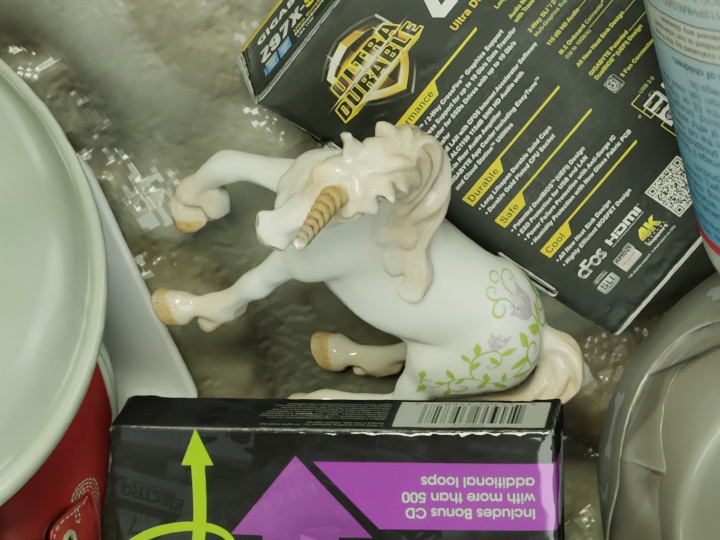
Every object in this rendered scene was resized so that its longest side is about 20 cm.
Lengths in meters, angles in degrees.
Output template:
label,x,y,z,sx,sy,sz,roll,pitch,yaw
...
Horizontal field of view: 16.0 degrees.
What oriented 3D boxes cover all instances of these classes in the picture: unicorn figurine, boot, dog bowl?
label,x,y,z,sx,sy,sz,roll,pitch,yaw
unicorn figurine,0.000,0.000,0.814,0.137,0.074,0.200,-15,154,40
boot,-0.103,0.111,0.816,0.072,0.145,0.201,-7,138,-12
dog bowl,0.177,0.073,0.937,0.199,0.059,0.201,-6,120,-10

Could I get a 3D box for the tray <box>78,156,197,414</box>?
label,x,y,z,sx,sy,sz,roll,pitch,yaw
tray,-0.165,0.038,0.863,0.199,0.022,0.108,-23,122,1

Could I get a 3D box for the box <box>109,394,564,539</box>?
label,x,y,z,sx,sy,sz,roll,pitch,yaw
box,-0.003,0.140,0.827,0.142,0.036,0.201,-1,106,10

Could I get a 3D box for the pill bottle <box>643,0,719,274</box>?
label,x,y,z,sx,sy,sz,roll,pitch,yaw
pill bottle,0.146,-0.056,0.772,0.108,0.109,0.201,-19,121,-1

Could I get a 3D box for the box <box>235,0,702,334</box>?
label,x,y,z,sx,sy,sz,roll,pitch,yaw
box,0.083,-0.096,0.827,0.159,0.049,0.200,32,108,-23

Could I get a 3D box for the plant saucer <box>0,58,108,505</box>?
label,x,y,z,sx,sy,sz,roll,pitch,yaw
plant saucer,-0.168,-0.010,0.737,0.199,0.201,0.050,4,153,-14
